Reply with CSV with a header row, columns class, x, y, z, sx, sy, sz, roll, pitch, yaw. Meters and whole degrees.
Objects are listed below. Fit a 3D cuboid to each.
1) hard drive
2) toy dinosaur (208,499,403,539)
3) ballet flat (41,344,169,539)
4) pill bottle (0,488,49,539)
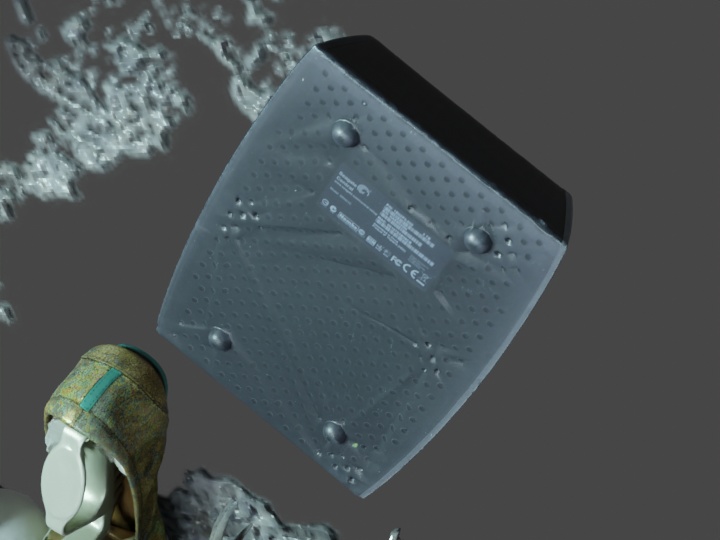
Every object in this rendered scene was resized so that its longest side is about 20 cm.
class,x,y,z,sx,sy,sz,roll,pitch,yaw
hard drive,0.000,0.000,0.796,0.135,0.042,0.200,39,138,4
toy dinosaur,-0.057,0.179,0.908,0.181,0.200,0.105,-18,116,2
ballet flat,-0.135,0.122,0.981,0.071,0.071,0.200,26,136,17
pill bottle,-0.200,0.194,1.055,0.112,0.112,0.200,-7,120,40
